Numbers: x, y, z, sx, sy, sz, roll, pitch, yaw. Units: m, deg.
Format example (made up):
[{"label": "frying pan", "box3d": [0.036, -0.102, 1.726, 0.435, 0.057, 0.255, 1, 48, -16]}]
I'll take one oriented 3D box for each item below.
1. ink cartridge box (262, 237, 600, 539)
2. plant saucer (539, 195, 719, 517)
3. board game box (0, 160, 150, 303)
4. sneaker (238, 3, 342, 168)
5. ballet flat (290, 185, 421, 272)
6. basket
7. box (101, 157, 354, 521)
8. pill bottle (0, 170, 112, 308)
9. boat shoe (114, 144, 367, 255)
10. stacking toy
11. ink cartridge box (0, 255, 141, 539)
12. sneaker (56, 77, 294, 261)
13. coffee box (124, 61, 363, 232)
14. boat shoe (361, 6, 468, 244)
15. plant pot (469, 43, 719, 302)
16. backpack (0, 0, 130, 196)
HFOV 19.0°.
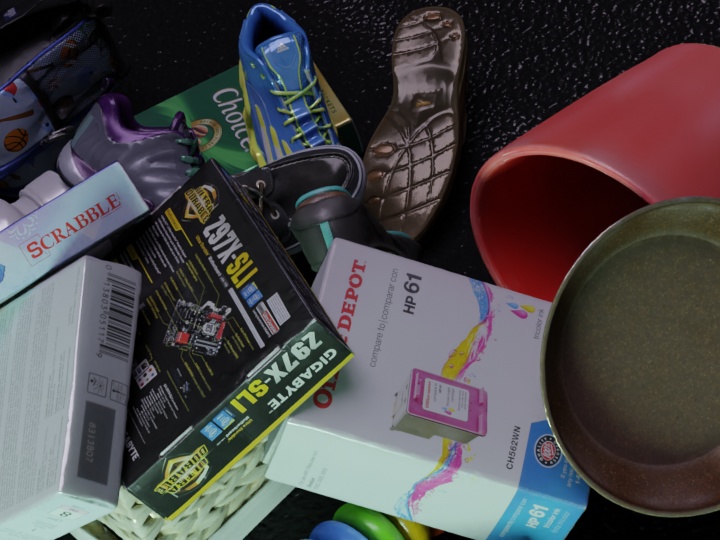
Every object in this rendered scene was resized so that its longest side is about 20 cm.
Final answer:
[{"label": "ink cartridge box", "box3d": [0.051, 0.083, 1.392, 0.199, 0.085, 0.145, 16, 57, -4]}, {"label": "plant saucer", "box3d": [0.197, 0.052, 1.347, 0.200, 0.201, 0.037, -34, 17, -13]}, {"label": "board game box", "box3d": [-0.237, -0.005, 1.468, 0.200, 0.041, 0.200, -32, 3, -5]}, {"label": "sneaker", "box3d": [-0.056, -0.115, 1.623, 0.076, 0.105, 0.200, -20, 61, -2]}, {"label": "ballet flat", "box3d": [0.000, 0.000, 1.516, 0.068, 0.200, 0.069, -23, 71, 14]}, {"label": "basket", "box3d": [-0.121, 0.102, 1.489, 0.135, 0.124, 0.200, 29, 64, 37]}, {"label": "box", "box3d": [-0.109, 0.040, 1.378, 0.160, 0.049, 0.200, -41, 40, 4]}, {"label": "pill bottle", "box3d": [-0.290, 0.015, 1.633, 0.200, 0.111, 0.111, -39, 49, -17]}, {"label": "boat shoe", "box3d": [-0.087, -0.036, 1.557, 0.200, 0.057, 0.069, -26, 77, -3]}, {"label": "stacking toy", "box3d": [0.013, 0.177, 1.413, 0.085, 0.086, 0.200, 29, 58, 36]}, {"label": "ink cartridge box", "box3d": [-0.218, 0.097, 1.379, 0.200, 0.057, 0.163, -31, 48, 48]}, {"label": "sneaker", "box3d": [-0.128, -0.064, 1.616, 0.200, 0.088, 0.074, 29, 15, 2]}, {"label": "coffee box", "box3d": [-0.111, -0.100, 1.721, 0.200, 0.044, 0.123, -26, 48, -5]}, {"label": "boat shoe", "box3d": [0.050, -0.101, 1.657, 0.072, 0.068, 0.201, 4, 68, 18]}, {"label": "plant pot", "box3d": [0.206, -0.051, 1.487, 0.200, 0.201, 0.177, 22, 50, 33]}, {"label": "backpack", "box3d": [-0.301, -0.150, 1.758, 0.190, 0.154, 0.200, -36, 34, -20]}]
